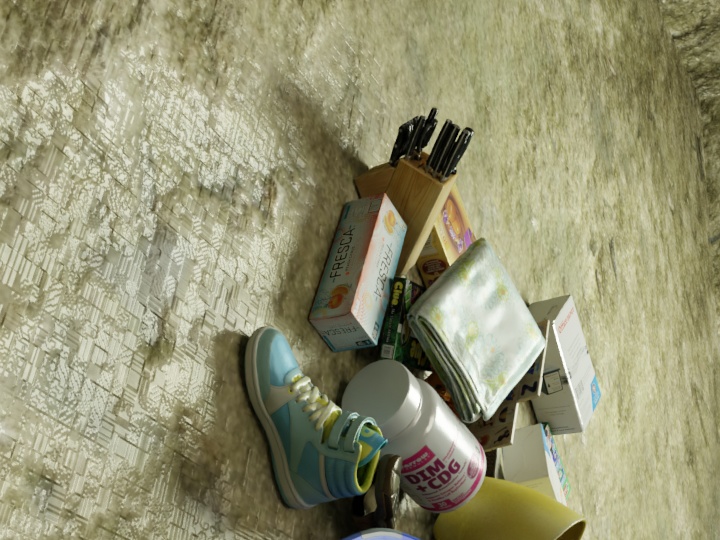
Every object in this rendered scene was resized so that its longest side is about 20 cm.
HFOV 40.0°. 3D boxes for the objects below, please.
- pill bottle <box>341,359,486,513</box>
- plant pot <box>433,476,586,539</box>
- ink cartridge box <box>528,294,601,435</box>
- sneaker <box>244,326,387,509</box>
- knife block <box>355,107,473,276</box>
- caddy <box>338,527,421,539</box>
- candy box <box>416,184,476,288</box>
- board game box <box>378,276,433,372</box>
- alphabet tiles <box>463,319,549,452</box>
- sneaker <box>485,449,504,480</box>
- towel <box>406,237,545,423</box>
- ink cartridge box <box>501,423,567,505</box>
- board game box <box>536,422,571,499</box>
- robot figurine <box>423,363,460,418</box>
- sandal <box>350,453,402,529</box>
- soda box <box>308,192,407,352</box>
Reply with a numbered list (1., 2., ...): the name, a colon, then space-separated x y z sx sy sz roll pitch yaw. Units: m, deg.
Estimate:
1. pill bottle: 0.065 0.203 1.215 0.200 0.112 0.115 50 40 -39
2. plant pot: 0.179 0.356 1.297 0.142 0.202 0.199 40 15 28
3. ink cartridge box: 0.346 0.165 1.740 0.146 0.085 0.203 -37 110 -58
4. sneaker: -0.040 0.147 1.037 0.079 0.129 0.203 -30 105 -57
5. knife block: 0.090 -0.105 1.308 0.064 0.173 0.203 -38 112 -56
6. caddy: 0.020 0.325 1.039 0.197 0.141 0.107 8 75 -31
7. candy box: 0.134 -0.013 1.471 0.117 0.056 0.202 -47 118 -54
8. board game box: 0.073 0.075 1.302 0.200 0.023 0.107 24 77 -68
9. alphabet tiles: 0.183 0.169 1.378 0.008 0.166 0.202 43 43 -27
10. sneaker: 0.171 0.292 1.428 0.085 0.072 0.204 35 45 -80
11. towel: 0.154 0.076 1.281 0.200 0.048 0.173 -42 108 -43
12. ink cartridge box: 0.265 0.343 1.456 0.117 0.066 0.202 -84 155 -59
13. board game box: 0.295 0.363 1.635 0.200 0.029 0.136 -44 118 -56
14. robot figurine: 0.147 0.095 1.369 0.145 0.057 0.203 46 55 -48
15. sandal: 0.015 0.263 1.114 0.201 0.054 0.083 89 9 -60
16. soda box: 0.000 0.000 1.227 0.069 0.063 0.202 54 38 -36
